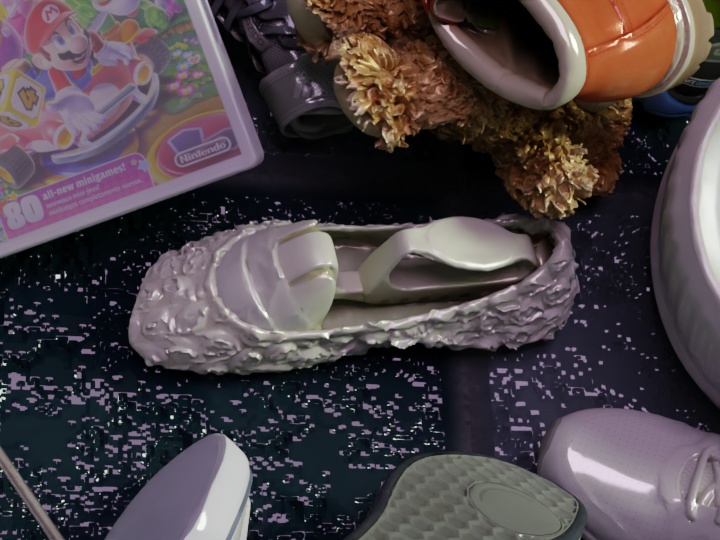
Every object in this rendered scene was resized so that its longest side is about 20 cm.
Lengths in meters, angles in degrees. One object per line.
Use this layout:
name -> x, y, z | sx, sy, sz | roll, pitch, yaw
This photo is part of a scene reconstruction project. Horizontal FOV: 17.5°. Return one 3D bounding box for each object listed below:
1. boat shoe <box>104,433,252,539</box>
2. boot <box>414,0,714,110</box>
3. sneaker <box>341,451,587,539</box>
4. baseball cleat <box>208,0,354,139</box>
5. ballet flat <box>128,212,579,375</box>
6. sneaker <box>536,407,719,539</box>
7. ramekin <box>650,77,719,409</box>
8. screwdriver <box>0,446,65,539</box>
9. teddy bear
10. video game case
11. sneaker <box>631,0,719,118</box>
boat shoe -> -0.078, 0.157, 0.908 | 0.065, 0.074, 0.200 | 41, 51, -24
boot -> 0.048, -0.146, 0.956 | 0.107, 0.075, 0.200 | -24, 66, -46
sneaker -> 0.014, 0.159, 0.910 | 0.077, 0.146, 0.202 | 27, 25, 20
baseball cleat -> -0.044, -0.124, 1.024 | 0.200, 0.070, 0.107 | 23, 61, -22
ballet flat -> 0.000, 0.000, 0.997 | 0.200, 0.072, 0.072 | -5, 64, -13
sneaker -> 0.172, 0.101, 0.972 | 0.200, 0.080, 0.070 | 23, 63, 3
ramekin -> 0.219, -0.018, 0.985 | 0.200, 0.105, 0.200 | -2, 79, 11
screwdriver -> -0.175, 0.044, 0.963 | 0.029, 0.028, 0.200 | -35, 73, 7
teddy bear -> 0.052, -0.089, 0.998 | 0.200, 0.067, 0.145 | 22, 32, -31
video game case -> -0.140, -0.115, 0.970 | 0.143, 0.018, 0.200 | -19, 96, 12
sneaker -> 0.186, -0.157, 1.104 | 0.071, 0.083, 0.200 | 31, 61, 10
